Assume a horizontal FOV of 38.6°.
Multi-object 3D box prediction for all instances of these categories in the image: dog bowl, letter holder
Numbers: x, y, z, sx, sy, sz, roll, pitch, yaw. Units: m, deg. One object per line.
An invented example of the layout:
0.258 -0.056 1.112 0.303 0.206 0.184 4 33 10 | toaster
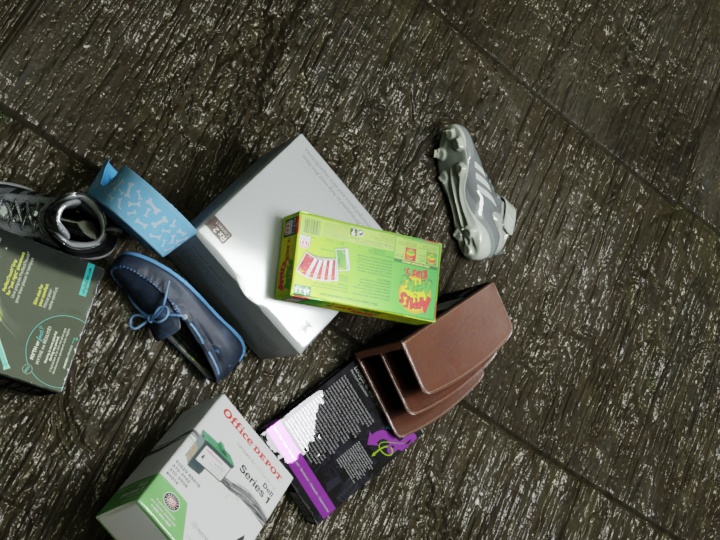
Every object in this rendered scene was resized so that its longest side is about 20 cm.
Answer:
-0.259 -0.070 1.189 0.050 0.200 0.111 -49 116 -10 | dog bowl
0.115 0.124 1.387 0.200 0.101 0.142 -29 97 -40 | letter holder

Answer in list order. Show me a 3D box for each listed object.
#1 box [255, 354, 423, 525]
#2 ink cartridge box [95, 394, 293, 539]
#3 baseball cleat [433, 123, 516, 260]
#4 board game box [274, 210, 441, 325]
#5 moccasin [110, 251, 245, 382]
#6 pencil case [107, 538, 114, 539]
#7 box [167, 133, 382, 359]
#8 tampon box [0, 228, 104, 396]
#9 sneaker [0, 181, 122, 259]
-0.026 0.215 1.356 0.200 0.036 0.143 -35 100 -27 | box
-0.184 0.261 1.189 0.146 0.084 0.200 52 36 -13 | ink cartridge box
0.170 -0.117 1.505 0.106 0.070 0.200 -12 97 -36 | baseball cleat
0.000 0.000 1.248 0.200 0.048 0.102 12 78 -28 | board game box
-0.224 0.058 1.245 0.200 0.080 0.068 40 54 -16 | moccasin
-0.326 0.365 1.144 0.200 0.088 0.088 -14 89 -28 | pencil case
-0.101 -0.027 1.299 0.199 0.131 0.200 50 63 -13 | box
-0.410 0.038 1.124 0.200 0.126 0.150 23 72 -23 | tampon box
-0.367 -0.063 1.164 0.200 0.114 0.076 13 80 -21 | sneaker
